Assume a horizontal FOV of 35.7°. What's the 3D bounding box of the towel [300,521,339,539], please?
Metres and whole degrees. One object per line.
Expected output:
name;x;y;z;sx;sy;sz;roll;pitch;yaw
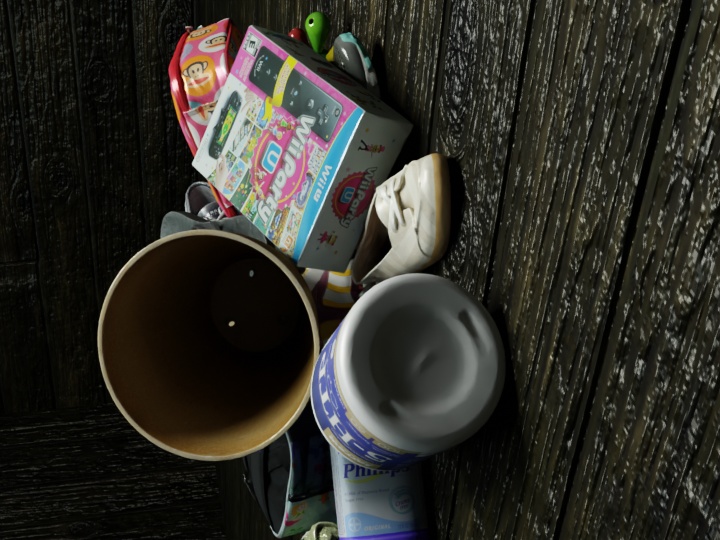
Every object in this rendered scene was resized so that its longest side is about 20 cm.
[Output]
towel;-0.004;0.351;1.117;0.202;0.036;0.149;58;155;12

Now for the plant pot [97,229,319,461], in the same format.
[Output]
plant pot;-0.113;0.049;0.997;0.200;0.182;0.190;-49;-44;-80

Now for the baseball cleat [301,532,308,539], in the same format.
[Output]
baseball cleat;-0.069;0.332;1.234;0.069;0.199;0.108;-21;63;33

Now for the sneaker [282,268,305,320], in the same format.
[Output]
sneaker;-0.042;0.045;1.248;0.081;0.087;0.202;-83;17;-64

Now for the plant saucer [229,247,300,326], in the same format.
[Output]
plant saucer;-0.152;0.023;1.238;0.201;0.197;0.030;-117;3;-60

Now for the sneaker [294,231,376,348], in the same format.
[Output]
sneaker;0.000;0.000;1.068;0.090;0.074;0.201;44;136;19

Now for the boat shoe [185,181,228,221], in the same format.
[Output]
boat shoe;-0.154;-0.042;1.244;0.069;0.071;0.201;67;174;-33

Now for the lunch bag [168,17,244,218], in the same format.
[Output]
lunch bag;-0.132;-0.163;1.200;0.177;0.080;0.202;-92;-16;-58

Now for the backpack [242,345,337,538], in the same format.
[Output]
backpack;-0.057;0.169;1.165;0.178;0.148;0.203;-120;33;-50

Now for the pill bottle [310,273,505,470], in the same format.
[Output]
pill bottle;0.025;0.085;0.834;0.200;0.117;0.122;123;141;-71

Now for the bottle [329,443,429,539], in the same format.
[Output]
bottle;0.013;0.156;1.003;0.065;0.082;0.204;102;162;-81

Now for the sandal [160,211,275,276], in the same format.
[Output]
sandal;-0.159;-0.020;1.157;0.199;0.047;0.077;7;101;48

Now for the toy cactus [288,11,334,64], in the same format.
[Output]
toy cactus;-0.051;-0.169;1.203;0.165;0.100;0.204;-106;4;-80

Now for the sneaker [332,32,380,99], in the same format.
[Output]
sneaker;-0.029;-0.125;1.077;0.078;0.089;0.204;-120;28;-61

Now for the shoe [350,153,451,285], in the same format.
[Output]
shoe;0.032;-0.031;0.912;0.201;0.052;0.071;113;150;-65

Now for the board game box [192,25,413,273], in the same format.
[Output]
board game box;-0.058;-0.113;1.013;0.200;0.064;0.149;41;113;41
